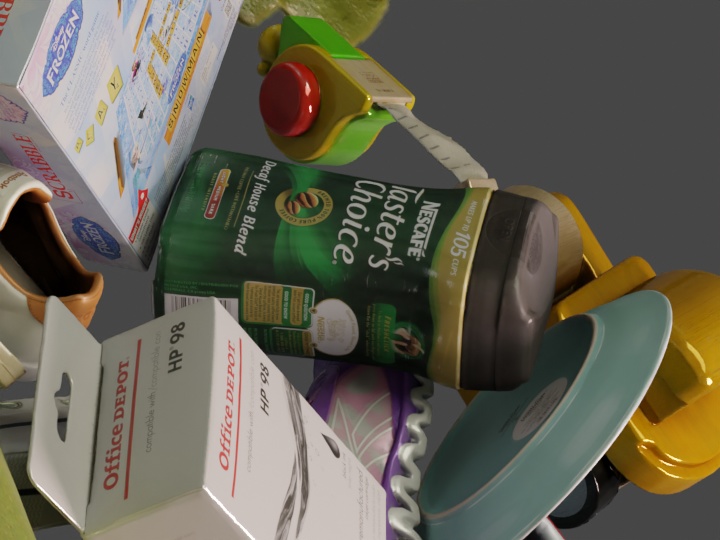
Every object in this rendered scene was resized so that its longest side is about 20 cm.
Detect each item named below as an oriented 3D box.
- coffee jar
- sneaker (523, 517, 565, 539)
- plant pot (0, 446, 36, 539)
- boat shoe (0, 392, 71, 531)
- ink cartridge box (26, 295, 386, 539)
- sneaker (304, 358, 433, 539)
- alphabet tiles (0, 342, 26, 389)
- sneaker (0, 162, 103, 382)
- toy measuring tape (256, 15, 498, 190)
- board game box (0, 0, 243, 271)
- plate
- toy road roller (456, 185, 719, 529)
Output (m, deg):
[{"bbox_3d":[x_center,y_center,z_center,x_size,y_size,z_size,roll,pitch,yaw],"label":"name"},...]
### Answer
[{"bbox_3d":[0.000,0.000,1.471,0.199,0.085,0.104,8,41,8],"label":"coffee jar"},{"bbox_3d":[0.070,0.214,1.444,0.071,0.112,0.200,19,51,-33],"label":"sneaker"},{"bbox_3d":[-0.214,0.120,1.199,0.200,0.200,0.184,16,42,-36],"label":"plant pot"},{"bbox_3d":[-0.129,0.085,1.375,0.200,0.074,0.067,7,26,-45],"label":"boat shoe"},{"bbox_3d":[-0.064,0.098,1.297,0.200,0.067,0.116,50,28,-39],"label":"ink cartridge box"},{"bbox_3d":[-0.017,0.098,1.475,0.088,0.080,0.201,18,51,-23],"label":"sneaker"},{"bbox_3d":[-0.228,-0.021,1.290,0.015,0.196,0.200,-45,99,-12],"label":"alphabet tiles"},{"bbox_3d":[-0.198,-0.045,1.388,0.200,0.085,0.073,46,41,-1],"label":"sneaker"},{"bbox_3d":[0.000,-0.072,1.582,0.073,0.074,0.200,1,33,-43],"label":"toy measuring tape"},{"bbox_3d":[-0.121,-0.132,1.424,0.200,0.041,0.200,62,42,-60],"label":"board game box"},{"bbox_3d":[0.082,0.081,1.472,0.026,0.200,0.200,41,42,-11],"label":"plate"},{"bbox_3d":[0.137,0.032,1.609,0.123,0.146,0.200,-29,85,-50],"label":"toy road roller"}]
